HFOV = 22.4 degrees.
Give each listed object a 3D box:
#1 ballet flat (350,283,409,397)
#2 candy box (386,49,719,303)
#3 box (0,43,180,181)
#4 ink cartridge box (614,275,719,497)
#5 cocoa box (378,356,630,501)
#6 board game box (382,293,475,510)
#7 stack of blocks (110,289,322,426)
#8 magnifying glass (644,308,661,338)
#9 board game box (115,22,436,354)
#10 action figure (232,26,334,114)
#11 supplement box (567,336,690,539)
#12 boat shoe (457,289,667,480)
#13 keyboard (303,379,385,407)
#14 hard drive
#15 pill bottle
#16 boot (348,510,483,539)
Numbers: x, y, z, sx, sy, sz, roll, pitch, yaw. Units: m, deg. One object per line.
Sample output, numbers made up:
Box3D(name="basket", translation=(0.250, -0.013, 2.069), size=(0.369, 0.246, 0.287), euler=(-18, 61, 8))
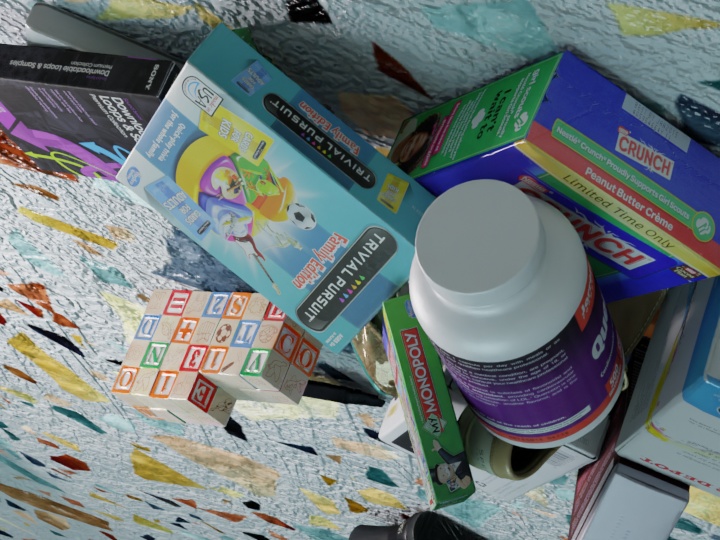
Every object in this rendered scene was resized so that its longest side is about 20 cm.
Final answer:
Box3D(name="ballet flat", translation=(0.000, 0.000, 1.403), size=(0.065, 0.070, 0.201), euler=(-33, 90, 36))
Box3D(name="candy box", translation=(0.128, -0.050, 1.197), size=(0.168, 0.078, 0.199), euler=(32, 156, -21))
Box3D(name="box", translation=(-0.191, -0.112, 1.350), size=(0.198, 0.036, 0.143), euler=(8, 155, 29))
Box3D(name="ink cartridge box", translation=(0.282, 0.063, 1.221), size=(0.145, 0.147, 0.200), euler=(22, 159, -1))
Box3D(name="cocoa box", translation=(0.117, 0.084, 1.454), size=(0.132, 0.132, 0.200), euler=(26, 159, -7))
Box3D(name="board game box", translation=(0.046, 0.096, 1.261), size=(0.029, 0.136, 0.200), euler=(-16, 171, -1))
Box3D(name="stack of blocks", translation=(-0.135, 0.084, 1.729), size=(0.199, 0.116, 0.059), euler=(1, 151, 43))
Box3D(name="magnifying glass", translation=(0.162, 0.017, 1.348), size=(0.198, 0.080, 0.022), euler=(20, 145, -25))
Box3D(name="board game box", translation=(-0.053, -0.050, 1.218), size=(0.199, 0.047, 0.151), euler=(39, 143, -3))
Box3D(name="action figure", translation=(-0.033, -0.089, 1.268), size=(0.200, 0.055, 0.118), euler=(50, -178, -28))
Box3D(name="supplement box", translation=(0.208, 0.144, 1.385), size=(0.060, 0.201, 0.110), euler=(21, 123, 0))
Box3D(name="boat shoe", translation=(0.156, 0.073, 1.293), size=(0.074, 0.200, 0.066), euler=(47, 171, -33))
Box3D(name="keyboard", translation=(-0.077, 0.106, 1.859), size=(0.198, 0.040, 0.104), euler=(7, 178, 33))
Box3D(name="hard drive", translation=(-0.192, -0.128, 1.399), size=(0.131, 0.026, 0.200), euler=(23, 159, -1))
Box3D(name="pill bottle", translation=(0.098, 0.026, 1.147), size=(0.111, 0.113, 0.200), euler=(12, 157, 24))
Box3D(name="boot", translation=(0.096, 0.368, 2.235), size=(0.199, 0.077, 0.168), euler=(36, 152, -16))
